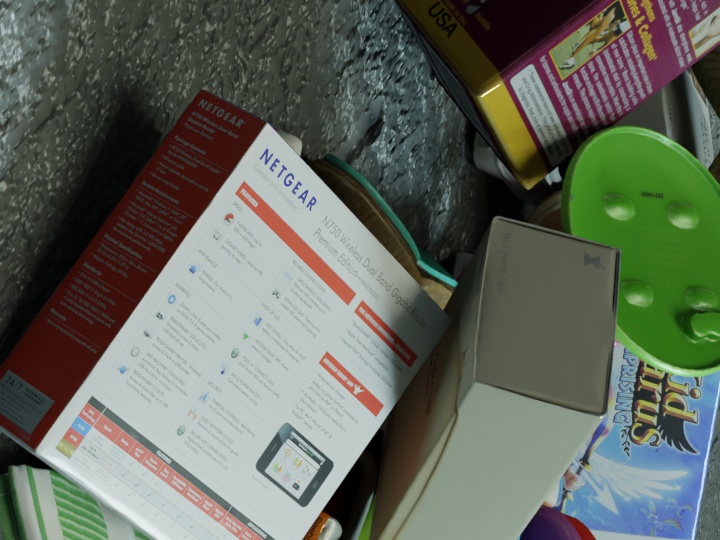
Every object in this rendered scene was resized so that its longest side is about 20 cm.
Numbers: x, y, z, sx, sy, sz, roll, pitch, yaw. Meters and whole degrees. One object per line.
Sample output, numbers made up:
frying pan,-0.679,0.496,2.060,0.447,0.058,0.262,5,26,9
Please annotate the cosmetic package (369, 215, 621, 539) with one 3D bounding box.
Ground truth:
cosmetic package,0.067,0.073,1.218,0.200,0.072,0.104,114,-12,-54

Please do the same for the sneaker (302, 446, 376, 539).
sneaker,-0.052,0.169,1.263,0.079,0.074,0.201,-39,-160,56

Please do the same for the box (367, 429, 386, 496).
box,0.019,0.132,1.466,0.110,0.034,0.202,-34,137,-55

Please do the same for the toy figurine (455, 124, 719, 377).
toy figurine,0.137,0.020,1.394,0.199,0.184,0.151,4,67,-39

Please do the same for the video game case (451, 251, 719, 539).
video game case,0.139,0.095,1.519,0.046,0.179,0.202,-79,175,-61

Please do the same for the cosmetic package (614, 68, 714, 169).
cosmetic package,0.188,-0.127,1.517,0.151,0.051,0.202,32,50,-63

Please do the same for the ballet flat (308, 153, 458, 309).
ballet flat,0.000,0.000,1.311,0.072,0.068,0.200,-49,158,-2

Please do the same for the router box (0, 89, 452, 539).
router box,-0.062,0.044,1.107,0.180,0.049,0.200,-54,141,-9

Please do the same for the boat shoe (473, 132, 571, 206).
boat shoe,0.137,-0.077,1.527,0.200,0.068,0.073,28,81,-67

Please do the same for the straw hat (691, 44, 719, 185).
straw hat,0.252,-0.047,1.447,0.085,0.201,0.201,-49,153,-6

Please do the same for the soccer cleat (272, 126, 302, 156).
soccer cleat,-0.042,0.011,1.204,0.085,0.068,0.201,-47,144,-24

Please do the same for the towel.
towel,-0.112,0.172,1.132,0.200,0.023,0.154,23,49,-67

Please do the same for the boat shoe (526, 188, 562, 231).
boat shoe,0.150,0.003,1.550,0.073,0.067,0.200,-19,157,-5

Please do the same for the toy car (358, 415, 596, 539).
toy car,0.072,0.176,1.383,0.176,0.149,0.200,-66,153,-5

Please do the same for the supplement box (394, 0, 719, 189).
supplement box,0.130,-0.162,1.308,0.199,0.103,0.131,-36,152,-1
